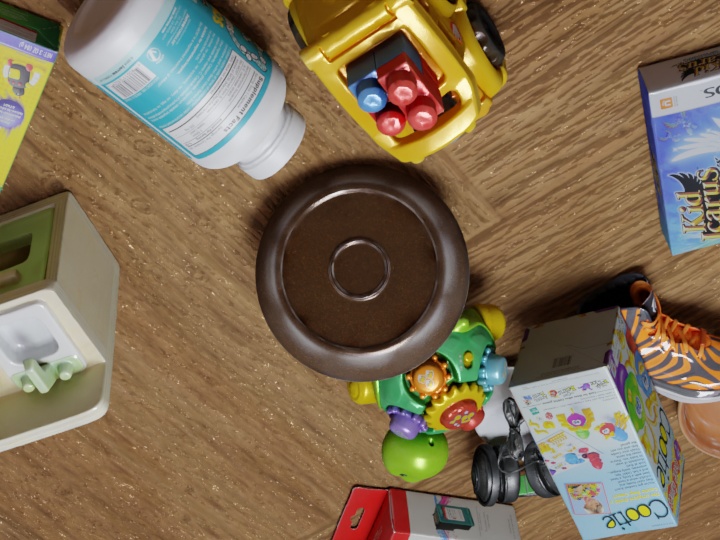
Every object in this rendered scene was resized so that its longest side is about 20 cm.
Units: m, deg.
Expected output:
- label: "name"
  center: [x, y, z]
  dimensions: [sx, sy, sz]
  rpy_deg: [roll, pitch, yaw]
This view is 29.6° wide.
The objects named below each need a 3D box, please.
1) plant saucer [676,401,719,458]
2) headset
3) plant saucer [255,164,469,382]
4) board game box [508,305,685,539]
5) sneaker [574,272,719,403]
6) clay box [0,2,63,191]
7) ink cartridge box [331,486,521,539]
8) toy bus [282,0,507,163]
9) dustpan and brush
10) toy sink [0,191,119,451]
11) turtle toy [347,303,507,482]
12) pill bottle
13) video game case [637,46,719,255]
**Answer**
- label: "plant saucer"
  center: [0.440, 0.129, 1.486]
  dimensions: [0.198, 0.038, 0.201]
  rpy_deg: [-3, 131, -4]
- label: "headset"
  center: [0.174, 0.199, 1.457]
  dimensions: [0.122, 0.095, 0.200]
  rpy_deg: [-10, 161, 10]
- label: "plant saucer"
  center: [0.000, 0.000, 1.243]
  dimensions: [0.198, 0.202, 0.032]
  rpy_deg: [-11, 172, 4]
- label: "board game box"
  center: [0.239, 0.154, 1.358]
  dimensions: [0.104, 0.103, 0.201]
  rpy_deg: [-15, 117, 26]
- label: "sneaker"
  center: [0.309, 0.066, 1.373]
  dimensions: [0.198, 0.078, 0.113]
  rpy_deg: [3, 130, 10]
- label: "clay box"
  center: [-0.342, -0.139, 1.166]
  dimensions: [0.114, 0.048, 0.201]
  rpy_deg: [18, 125, -20]
- label: "ink cartridge box"
  center: [0.074, 0.322, 1.593]
  dimensions: [0.198, 0.068, 0.117]
  rpy_deg: [10, 129, -13]
- label: "toy bus"
  center: [0.039, -0.158, 1.097]
  dimensions: [0.135, 0.193, 0.200]
  rpy_deg: [-31, 128, 18]
- label: "dustpan and brush"
  center: [0.143, 0.132, 1.455]
  dimensions: [0.199, 0.058, 0.140]
  rpy_deg: [19, 138, -29]
- label: "toy sink"
  center: [-0.303, 0.042, 1.226]
  dimensions: [0.129, 0.201, 0.112]
  rpy_deg: [-18, 131, 11]
- label: "turtle toy"
  center: [0.069, 0.120, 1.322]
  dimensions: [0.145, 0.101, 0.201]
  rpy_deg: [-5, 137, -29]
- label: "pill bottle"
  center: [-0.138, -0.159, 1.129]
  dimensions: [0.111, 0.111, 0.200]
  rpy_deg: [-36, 125, 23]
- label: "video game case"
  center: [0.360, -0.119, 1.260]
  dimensions: [0.180, 0.046, 0.201]
  rpy_deg: [-14, 131, 7]
